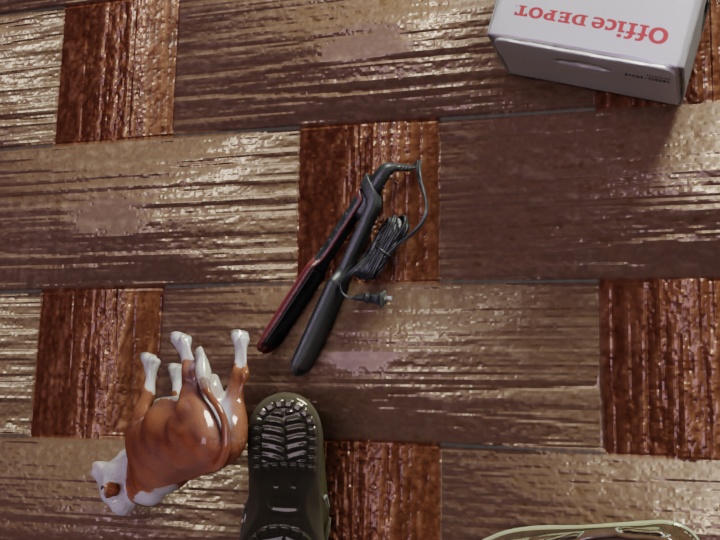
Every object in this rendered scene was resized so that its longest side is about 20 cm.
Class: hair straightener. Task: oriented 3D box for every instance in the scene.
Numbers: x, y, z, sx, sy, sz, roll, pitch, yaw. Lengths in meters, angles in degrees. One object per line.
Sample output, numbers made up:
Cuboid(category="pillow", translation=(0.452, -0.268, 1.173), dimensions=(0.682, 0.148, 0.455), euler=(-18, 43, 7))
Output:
Cuboid(category="hair straightener", translation=(0.000, 0.000, 0.801), dimensions=(0.077, 0.041, 0.201), euler=(33, 88, 20))

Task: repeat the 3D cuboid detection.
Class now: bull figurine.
Cuboid(category="bull figurine", translation=(-0.147, 0.121, 0.782), dimensions=(0.199, 0.065, 0.123), euler=(-24, 60, 46))

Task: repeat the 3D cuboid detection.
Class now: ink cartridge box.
Cuboid(category="ink cartridge box", translation=(0.194, -0.240, 0.748), dimensions=(0.145, 0.083, 0.203), euler=(15, 85, 20))

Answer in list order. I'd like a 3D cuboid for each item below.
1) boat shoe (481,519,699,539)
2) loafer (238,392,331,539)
Cuboid(category="boat shoe", translation=(0.136, 0.212, 0.695), dimensions=(0.200, 0.075, 0.076), euler=(-20, 75, 14))
Cuboid(category="loafer", translation=(-0.055, 0.188, 0.769), dimensions=(0.075, 0.067, 0.203), euler=(9, 99, 6))
